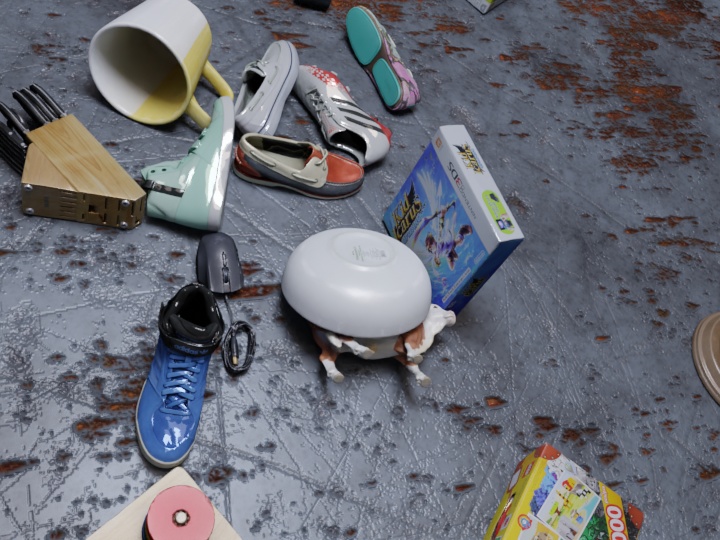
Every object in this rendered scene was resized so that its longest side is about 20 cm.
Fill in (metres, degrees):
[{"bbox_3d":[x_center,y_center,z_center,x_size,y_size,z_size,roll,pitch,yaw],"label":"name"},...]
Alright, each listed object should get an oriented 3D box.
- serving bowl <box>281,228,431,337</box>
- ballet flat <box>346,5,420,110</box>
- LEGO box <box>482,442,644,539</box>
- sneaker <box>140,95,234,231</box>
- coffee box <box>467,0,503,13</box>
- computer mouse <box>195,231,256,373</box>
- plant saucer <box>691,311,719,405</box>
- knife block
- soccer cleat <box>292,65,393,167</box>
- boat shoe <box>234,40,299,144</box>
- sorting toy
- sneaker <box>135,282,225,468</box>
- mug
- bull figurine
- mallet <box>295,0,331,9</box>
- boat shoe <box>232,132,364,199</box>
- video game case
[{"bbox_3d":[0.000,0.000,1.033,0.197,0.067,0.201,9,32,-5],"label":"serving bowl"},{"bbox_3d":[0.041,-0.349,1.336,0.071,0.069,0.202,-7,63,-46],"label":"ballet flat"},{"bbox_3d":[0.225,0.333,0.941,0.148,0.077,0.201,35,53,3],"label":"LEGO box"},{"bbox_3d":[-0.230,-0.155,1.074,0.116,0.074,0.203,8,64,-7],"label":"sneaker"},{"bbox_3d":[0.255,-0.658,1.533,0.199,0.198,0.200,43,53,10],"label":"coffee box"},{"bbox_3d":[-0.167,0.033,1.014,0.058,0.034,0.202,-5,61,-25],"label":"computer mouse"},{"bbox_3d":[0.604,0.148,1.243,0.197,0.030,0.203,10,56,-15],"label":"plant saucer"},{"bbox_3d":[-0.372,-0.154,1.038,0.197,0.064,0.178,8,56,-16],"label":"knife block"},{"bbox_3d":[-0.040,-0.236,1.222,0.200,0.069,0.085,42,49,3],"label":"soccer cleat"},{"bbox_3d":[-0.142,-0.281,1.195,0.067,0.073,0.202,39,44,-38],"label":"boat shoe"},{"bbox_3d":[-0.191,0.321,0.791,0.199,0.070,0.199,46,54,12],"label":"sorting toy"},{"bbox_3d":[-0.202,0.109,0.901,0.076,0.112,0.202,14,54,-12],"label":"sneaker"},{"bbox_3d":[-0.278,-0.298,1.148,0.147,0.188,0.154,-1,41,17],"label":"mug"},{"bbox_3d":[0.033,0.088,1.028,0.197,0.066,0.122,0,31,-14],"label":"bull figurine"},{"bbox_3d":[-0.074,-0.534,1.428,0.065,0.041,0.202,16,50,-12],"label":"mallet"},{"bbox_3d":[-0.082,-0.153,1.153,0.197,0.063,0.072,8,53,-18],"label":"boat shoe"},{"bbox_3d":[0.115,-0.059,1.078,0.045,0.201,0.183,-8,61,-29],"label":"video game case"}]
